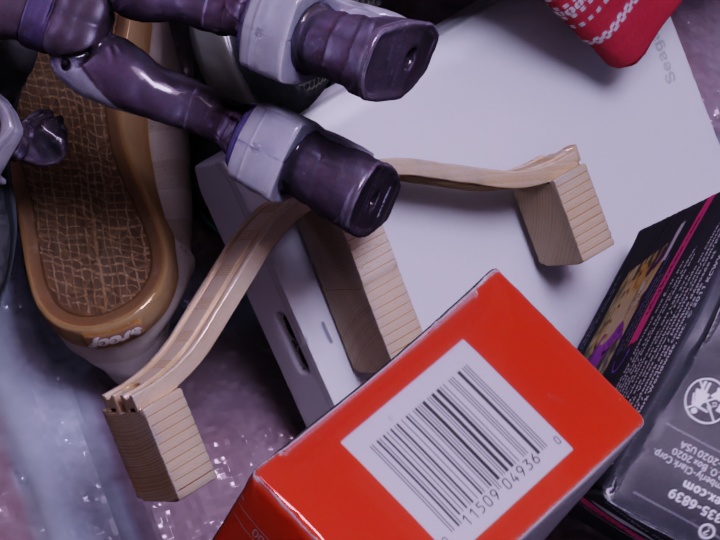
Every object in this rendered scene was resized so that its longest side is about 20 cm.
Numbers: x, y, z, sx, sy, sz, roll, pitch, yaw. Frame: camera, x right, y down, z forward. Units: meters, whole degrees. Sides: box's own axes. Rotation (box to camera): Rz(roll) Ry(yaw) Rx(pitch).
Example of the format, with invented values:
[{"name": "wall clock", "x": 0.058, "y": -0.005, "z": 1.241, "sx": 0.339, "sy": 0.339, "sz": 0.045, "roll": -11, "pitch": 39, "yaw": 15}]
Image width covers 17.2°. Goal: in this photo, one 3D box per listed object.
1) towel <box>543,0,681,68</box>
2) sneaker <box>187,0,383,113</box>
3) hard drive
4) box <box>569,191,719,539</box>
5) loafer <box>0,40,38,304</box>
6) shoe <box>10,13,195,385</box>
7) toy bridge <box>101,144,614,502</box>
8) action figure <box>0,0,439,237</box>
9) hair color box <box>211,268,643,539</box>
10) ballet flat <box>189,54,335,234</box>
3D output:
[{"name": "towel", "x": 0.081, "y": -0.165, "z": 0.772, "sx": 0.145, "sy": 0.200, "sz": 0.022, "roll": -53, "pitch": 48, "yaw": 1}, {"name": "sneaker", "x": 0.013, "y": -0.135, "z": 0.793, "sx": 0.076, "sy": 0.114, "sz": 0.200, "roll": 56, "pitch": 44, "yaw": -38}, {"name": "hard drive", "x": 0.047, "y": -0.022, "z": 0.841, "sx": 0.200, "sy": 0.026, "sz": 0.133, "roll": -32, "pitch": 106, "yaw": -31}, {"name": "box", "x": 0.132, "y": 0.051, "z": 0.746, "sx": 0.122, "sy": 0.200, "sz": 0.106, "roll": 29, "pitch": 85, "yaw": -1}, {"name": "loafer", "x": -0.153, "y": -0.027, "z": 0.786, "sx": 0.072, "sy": 0.072, "sz": 0.201, "roll": 22, "pitch": 73, "yaw": -27}, {"name": "shoe", "x": -0.095, "y": -0.050, "z": 0.834, "sx": 0.070, "sy": 0.053, "sz": 0.201, "roll": -16, "pitch": 58, "yaw": 9}, {"name": "toy bridge", "x": 0.000, "y": 0.000, "z": 0.774, "sx": 0.199, "sy": 0.027, "sz": 0.068, "roll": -29, "pitch": 104, "yaw": -31}, {"name": "action figure", "x": -0.079, "y": -0.076, "z": 0.723, "sx": 0.199, "sy": 0.131, "sz": 0.069, "roll": 24, "pitch": 20, "yaw": 13}, {"name": "hair color box", "x": -0.004, "y": 0.092, "z": 0.685, "sx": 0.061, "sy": 0.200, "sz": 0.101, "roll": 45, "pitch": 56, "yaw": 11}, {"name": "ballet flat", "x": -0.028, "y": -0.105, "z": 0.873, "sx": 0.068, "sy": 0.068, "sz": 0.201, "roll": 5, "pitch": 59, "yaw": -14}]
